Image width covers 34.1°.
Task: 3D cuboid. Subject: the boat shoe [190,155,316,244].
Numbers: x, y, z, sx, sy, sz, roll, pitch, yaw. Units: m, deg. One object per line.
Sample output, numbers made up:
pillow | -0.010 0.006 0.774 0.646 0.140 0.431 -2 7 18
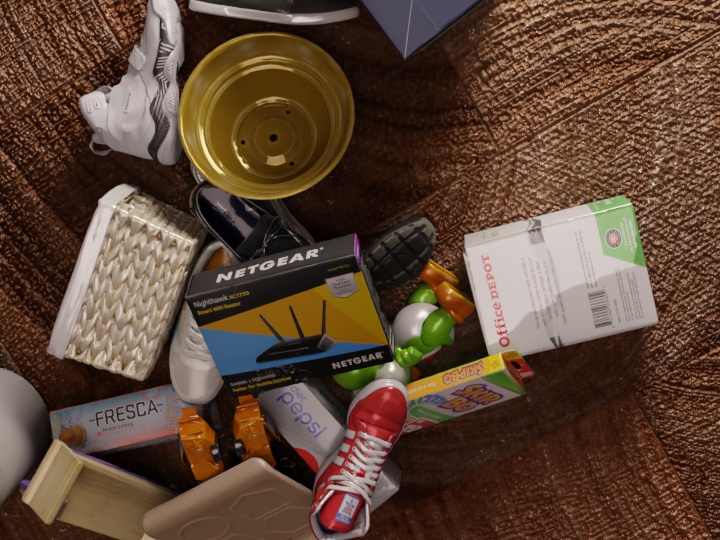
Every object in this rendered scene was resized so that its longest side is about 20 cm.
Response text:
boat shoe | -0.126 -0.068 1.395 0.074 0.065 0.202 -38 95 10

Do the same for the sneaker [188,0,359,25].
sneaker | -0.097 -0.336 1.334 0.199 0.071 0.100 8 107 7

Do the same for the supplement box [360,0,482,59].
supplement box | 0.045 -0.346 1.255 0.134 0.200 0.200 -36 97 11

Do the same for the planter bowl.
planter bowl | -0.104 -0.165 1.349 0.199 0.084 0.202 -1 75 2

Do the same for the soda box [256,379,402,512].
soda box | -0.039 0.207 1.445 0.068 0.063 0.200 -39 96 12

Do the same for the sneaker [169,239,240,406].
sneaker | -0.185 0.060 1.391 0.076 0.081 0.201 10 82 1

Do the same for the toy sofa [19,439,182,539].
toy sofa | -0.309 0.276 1.431 0.200 0.097 0.083 32 87 -41

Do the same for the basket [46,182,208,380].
basket | -0.271 0.016 1.392 0.123 0.136 0.201 22 102 -4

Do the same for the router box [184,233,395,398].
router box | -0.077 0.054 1.316 0.199 0.051 0.150 -14 120 11

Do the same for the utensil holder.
utensil holder | -0.481 0.219 1.415 0.169 0.200 0.171 1 101 5

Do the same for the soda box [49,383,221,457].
soda box | -0.277 0.186 1.451 0.199 0.068 0.064 -13 78 7

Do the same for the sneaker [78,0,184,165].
sneaker | -0.267 -0.224 1.369 0.114 0.075 0.201 2 105 1

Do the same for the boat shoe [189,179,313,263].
boat shoe | -0.114 -0.033 1.337 0.200 0.062 0.075 40 87 1

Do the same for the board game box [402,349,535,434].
board game box | 0.105 0.147 1.387 0.199 0.096 0.030 -23 60 14

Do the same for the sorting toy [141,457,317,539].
sorting toy | -0.138 0.302 1.436 0.184 0.037 0.200 -29 137 17

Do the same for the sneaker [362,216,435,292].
sneaker | 0.000 0.000 1.388 0.200 0.079 0.075 -40 126 3

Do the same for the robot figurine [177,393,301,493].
robot figurine | -0.150 0.231 1.418 0.144 0.058 0.201 -13 140 -3

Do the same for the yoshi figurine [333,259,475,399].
yoshi figurine | 0.037 0.082 1.398 0.112 0.112 0.200 40 105 12

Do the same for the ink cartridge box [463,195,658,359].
ink cartridge box | 0.230 0.008 1.371 0.199 0.084 0.147 -13 101 7

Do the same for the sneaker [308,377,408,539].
sneaker | -0.001 0.224 1.333 0.071 0.113 0.201 22 119 -8
